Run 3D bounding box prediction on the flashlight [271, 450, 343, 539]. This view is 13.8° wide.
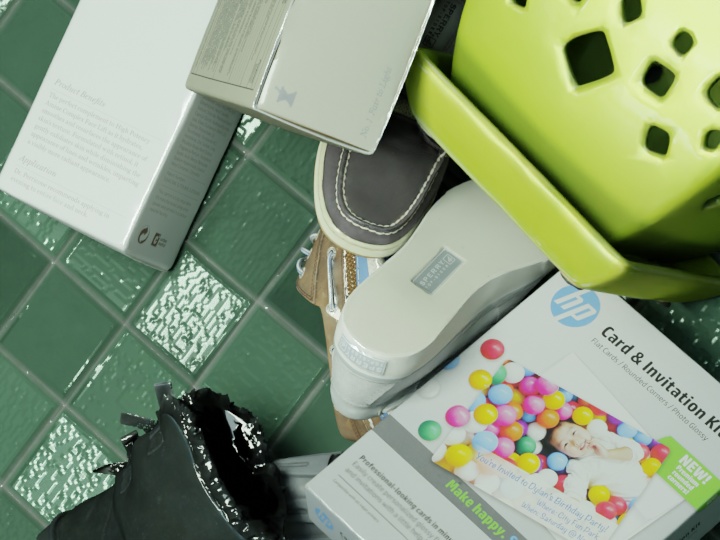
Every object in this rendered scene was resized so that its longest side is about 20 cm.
[{"bbox_3d":[0.047,0.121,1.642,0.199,0.068,0.068,-2,81,21],"label":"flashlight"}]

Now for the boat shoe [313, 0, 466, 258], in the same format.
[{"bbox_3d":[0.028,-0.098,1.641,0.072,0.065,0.201,25,57,0],"label":"boat shoe"}]

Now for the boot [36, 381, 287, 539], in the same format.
[{"bbox_3d":[-0.098,0.176,1.665,0.162,0.073,0.199,-42,61,34],"label":"boot"}]

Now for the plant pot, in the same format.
[{"bbox_3d":[0.153,-0.097,1.571,0.200,0.199,0.182,46,106,21],"label":"plant pot"}]

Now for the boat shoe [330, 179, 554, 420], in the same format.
[{"bbox_3d":[0.050,0.017,1.618,0.072,0.200,0.069,31,133,11],"label":"boat shoe"}]

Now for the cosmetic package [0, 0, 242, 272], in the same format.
[{"bbox_3d":[-0.122,-0.113,1.749,0.101,0.074,0.201,26,90,23],"label":"cosmetic package"}]

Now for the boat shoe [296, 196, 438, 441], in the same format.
[{"bbox_3d":[0.000,0.000,1.679,0.072,0.072,0.201,-19,65,33],"label":"boat shoe"}]

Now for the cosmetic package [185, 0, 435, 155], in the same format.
[{"bbox_3d":[-0.029,-0.127,1.608,0.073,0.200,0.104,22,92,-16],"label":"cosmetic package"}]

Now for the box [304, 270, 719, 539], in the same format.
[{"bbox_3d":[0.096,0.108,1.555,0.200,0.041,0.156,-38,62,-19],"label":"box"}]
